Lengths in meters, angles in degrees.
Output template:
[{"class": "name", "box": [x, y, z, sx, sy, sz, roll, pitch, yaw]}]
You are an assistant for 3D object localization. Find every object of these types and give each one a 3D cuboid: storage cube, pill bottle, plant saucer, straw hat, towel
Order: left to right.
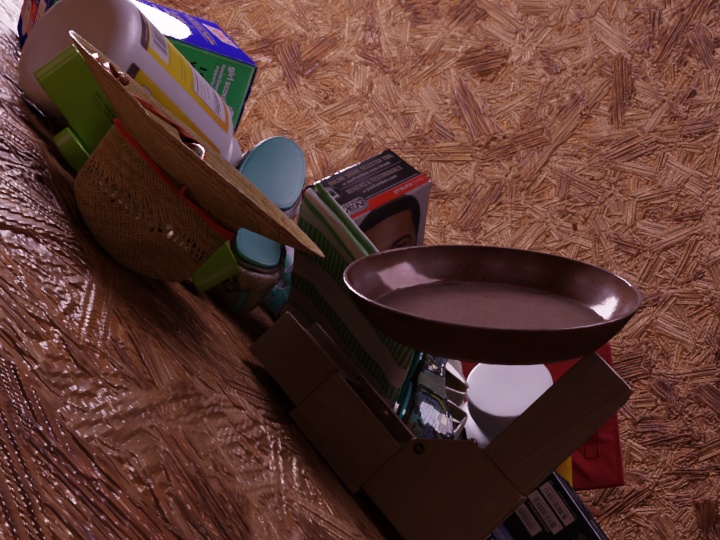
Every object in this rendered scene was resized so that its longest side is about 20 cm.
[{"class": "pill bottle", "box": [-0.179, -0.132, 0.810, 0.109, 0.109, 0.200, 48, 1, 34]}, {"class": "straw hat", "box": [-0.123, -0.044, 0.593, 0.201, 0.085, 0.201, 42, 1, -1]}, {"class": "towel", "box": [-0.014, 0.042, 0.823, 0.153, 0.023, 0.201, 49, -33, 23]}, {"class": "plant saucer", "box": [0.087, 0.022, 0.661, 0.200, 0.198, 0.035, -129, -140, -68]}, {"class": "pill bottle", "box": [0.156, 0.184, 0.986, 0.113, 0.112, 0.201, 49, -22, 48]}, {"class": "storage cube", "box": [0.204, 0.174, 1.195, 0.200, 0.178, 0.173, 111, -26, -87]}]

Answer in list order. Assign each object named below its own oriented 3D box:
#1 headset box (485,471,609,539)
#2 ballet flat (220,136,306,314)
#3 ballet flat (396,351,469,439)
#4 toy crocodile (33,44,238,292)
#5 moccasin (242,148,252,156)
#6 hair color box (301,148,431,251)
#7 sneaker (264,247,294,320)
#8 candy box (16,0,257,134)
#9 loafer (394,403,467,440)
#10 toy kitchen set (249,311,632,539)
[{"class": "headset box", "box": [0.187, 0.273, 0.841, 0.175, 0.093, 0.200, 56, 5, 21]}, {"class": "ballet flat", "box": [-0.091, -0.038, 0.838, 0.067, 0.076, 0.201, 21, 37, -12]}, {"class": "ballet flat", "box": [0.066, 0.117, 0.892, 0.074, 0.074, 0.200, 47, 23, -12]}, {"class": "toy crocodile", "box": [-0.156, -0.070, 0.701, 0.200, 0.067, 0.062, 50, -5, -11]}, {"class": "moccasin", "box": [-0.139, -0.086, 1.028, 0.068, 0.081, 0.200, 39, 18, 5]}, {"class": "hair color box", "box": [0.000, 0.000, 0.893, 0.061, 0.101, 0.201, 41, -36, 33]}, {"class": "sneaker", "box": [-0.095, -0.020, 0.966, 0.201, 0.074, 0.088, 58, 6, -29]}, {"class": "candy box", "box": [-0.219, -0.216, 0.946, 0.199, 0.078, 0.169, 12, 21, -28]}, {"class": "loafer", "box": [0.066, 0.165, 0.911, 0.073, 0.071, 0.200, 47, 2, -28]}, {"class": "toy kitchen set", "box": [0.061, 0.086, 0.726, 0.200, 0.180, 0.163, 47, 0, 17]}]
